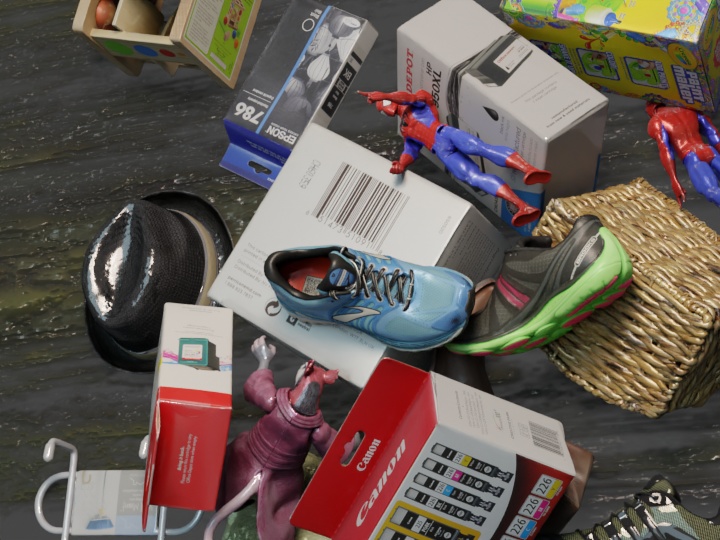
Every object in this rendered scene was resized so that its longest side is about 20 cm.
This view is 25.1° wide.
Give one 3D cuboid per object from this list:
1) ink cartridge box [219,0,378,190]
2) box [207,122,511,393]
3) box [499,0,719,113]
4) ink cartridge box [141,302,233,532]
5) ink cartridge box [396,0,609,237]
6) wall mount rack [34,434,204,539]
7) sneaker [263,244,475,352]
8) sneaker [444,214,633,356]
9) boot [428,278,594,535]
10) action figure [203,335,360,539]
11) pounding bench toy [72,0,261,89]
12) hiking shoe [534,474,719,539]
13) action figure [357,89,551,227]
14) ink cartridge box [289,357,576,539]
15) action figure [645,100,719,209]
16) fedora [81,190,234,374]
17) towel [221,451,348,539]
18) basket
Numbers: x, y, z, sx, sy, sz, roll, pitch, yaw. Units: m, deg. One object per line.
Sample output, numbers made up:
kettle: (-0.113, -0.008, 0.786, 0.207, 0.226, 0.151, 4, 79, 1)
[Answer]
ink cartridge box: (-0.071, -0.184, 1.686, 0.099, 0.039, 0.201, 25, 84, 28)
box: (0.000, 0.000, 1.537, 0.199, 0.131, 0.201, 29, 86, 28)
box: (0.264, -0.276, 1.505, 0.192, 0.122, 0.201, 15, 70, 28)
ink cartridge box: (-0.153, 0.131, 1.442, 0.067, 0.117, 0.200, 7, 31, -8)
ink cartridge box: (0.127, -0.143, 1.514, 0.084, 0.145, 0.200, -33, 57, -24)
wall mount rack: (-0.257, 0.252, 1.596, 0.199, 0.075, 0.175, -4, 71, 23)
sneaker: (0.002, 0.020, 1.405, 0.199, 0.090, 0.079, 6, 76, 23)
sneaker: (0.150, 0.016, 1.406, 0.200, 0.077, 0.084, -34, 66, 35)
boot: (0.144, 0.129, 1.468, 0.200, 0.064, 0.187, 31, 97, 31)
action figure: (-0.081, 0.155, 1.456, 0.134, 0.149, 0.200, 32, 125, 9)
pounding bench toy: (-0.225, -0.293, 1.699, 0.155, 0.200, 0.125, 10, 77, 26)
hiking shoe: (0.239, 0.228, 1.393, 0.199, 0.076, 0.101, 2, 68, 14)
action figure: (0.066, -0.108, 1.450, 0.200, 0.099, 0.066, 39, 126, 38)
ink cartridge box: (0.055, 0.197, 1.378, 0.084, 0.175, 0.201, -95, 30, -62)
action figure: (0.313, -0.093, 1.472, 0.065, 0.052, 0.200, -19, 51, -12)
fedora: (-0.223, 0.001, 1.656, 0.200, 0.092, 0.202, -8, 70, 21)
towel: (-0.038, 0.248, 1.523, 0.199, 0.036, 0.149, 13, 79, 27)
basket: (0.253, 0.031, 1.455, 0.200, 0.149, 0.143, 40, 124, 29)
